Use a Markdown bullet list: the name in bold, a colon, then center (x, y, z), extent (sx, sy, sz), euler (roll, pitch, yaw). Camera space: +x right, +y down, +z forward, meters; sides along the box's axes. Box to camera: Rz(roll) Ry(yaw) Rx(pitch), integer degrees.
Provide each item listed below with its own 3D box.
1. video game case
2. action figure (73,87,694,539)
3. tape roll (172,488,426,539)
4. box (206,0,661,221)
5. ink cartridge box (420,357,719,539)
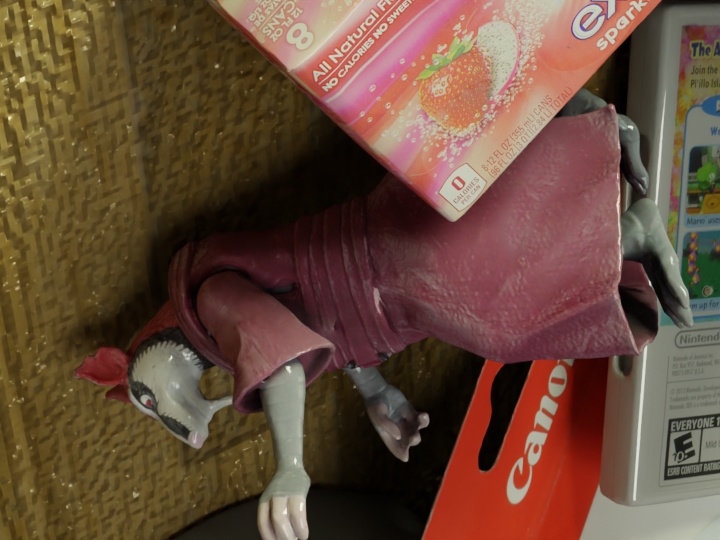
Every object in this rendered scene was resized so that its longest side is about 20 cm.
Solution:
- **video game case**: center (0.175, -0.012, 1.094), extent (0.200, 0.024, 0.182), euler (-5, 103, -36)
- **action figure**: center (0.000, 0.000, 0.950), extent (0.200, 0.134, 0.149), euler (-14, 97, 3)
- **tape roll**: center (-0.031, 0.180, 1.097), extent (0.200, 0.066, 0.200), euler (-22, 133, -25)
- **box**: center (0.046, -0.131, 0.885), extent (0.200, 0.095, 0.103), euler (-47, 138, 2)
- **ink cartridge box**: center (0.109, 0.076, 1.093), extent (0.200, 0.047, 0.160), euler (37, 69, -50)
